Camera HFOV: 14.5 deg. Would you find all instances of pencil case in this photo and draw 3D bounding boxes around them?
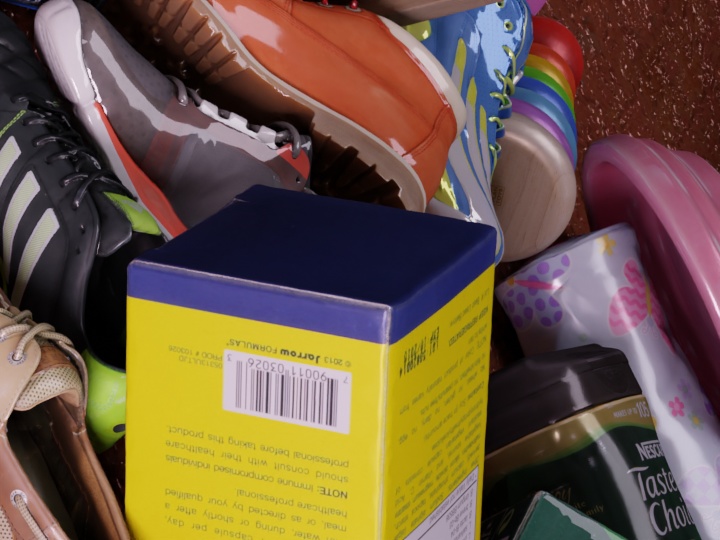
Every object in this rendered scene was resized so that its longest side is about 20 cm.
[{"bbox_3d":[0.145,0.075,1.491,0.091,0.083,0.201,-18,81,-59],"label":"pencil case"}]

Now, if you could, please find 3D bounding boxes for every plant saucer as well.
[{"bbox_3d":[0.184,0.014,1.529,0.201,0.051,0.201,90,-26,-69],"label":"plant saucer"}]

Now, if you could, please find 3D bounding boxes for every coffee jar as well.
[{"bbox_3d":[0.121,0.135,1.398,0.104,0.085,0.201,-9,74,-61],"label":"coffee jar"}]

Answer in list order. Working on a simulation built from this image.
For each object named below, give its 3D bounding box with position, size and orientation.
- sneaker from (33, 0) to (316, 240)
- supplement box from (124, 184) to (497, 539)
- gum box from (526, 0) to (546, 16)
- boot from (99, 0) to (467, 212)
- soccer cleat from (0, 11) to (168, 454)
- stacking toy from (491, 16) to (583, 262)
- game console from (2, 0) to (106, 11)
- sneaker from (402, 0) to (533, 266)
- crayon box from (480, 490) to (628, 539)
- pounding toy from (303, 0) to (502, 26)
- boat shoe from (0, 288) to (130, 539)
[{"bbox_3d":[-0.066,-0.049,1.226,0.200,0.082,0.077,56,-5,-27],"label":"sneaker"},{"bbox_3d":[-0.020,0.083,1.092,0.109,0.109,0.201,-35,131,-61],"label":"supplement box"},{"bbox_3d":[0.061,-0.243,1.575,0.200,0.114,0.066,44,-10,-32],"label":"gum box"},{"bbox_3d":[-0.042,-0.098,1.288,0.200,0.075,0.107,39,45,-3],"label":"boot"},{"bbox_3d":[-0.119,-0.023,1.140,0.067,0.081,0.201,15,54,-54],"label":"soccer cleat"},{"bbox_3d":[0.086,-0.086,1.539,0.085,0.085,0.200,53,26,-17],"label":"stacking toy"},{"bbox_3d":[-0.126,-0.222,1.215,0.170,0.118,0.201,13,53,-32],"label":"game console"},{"bbox_3d":[0.050,-0.091,1.406,0.076,0.105,0.200,73,-8,-59],"label":"sneaker"},{"bbox_3d":[0.133,0.177,1.268,0.200,0.127,0.051,32,70,-7],"label":"crayon box"},{"bbox_3d":[-0.030,-0.194,1.344,0.200,0.184,0.143,33,54,-49],"label":"pounding toy"},{"bbox_3d":[-0.134,0.048,1.063,0.076,0.074,0.201,-9,74,-60],"label":"boat shoe"}]
